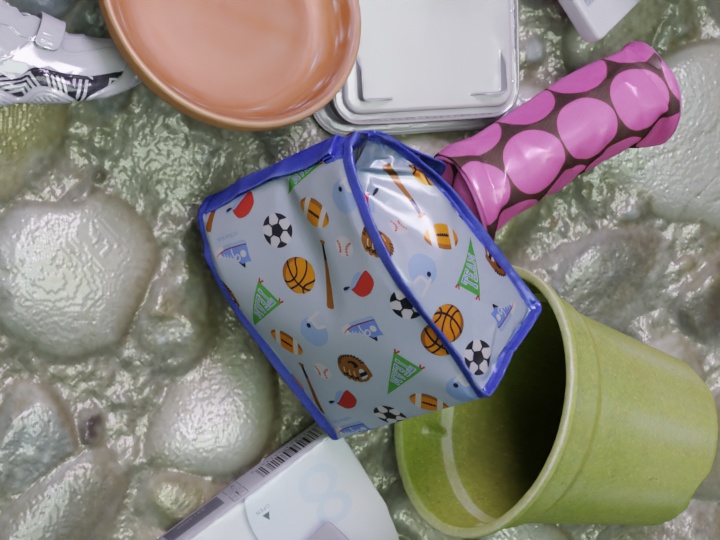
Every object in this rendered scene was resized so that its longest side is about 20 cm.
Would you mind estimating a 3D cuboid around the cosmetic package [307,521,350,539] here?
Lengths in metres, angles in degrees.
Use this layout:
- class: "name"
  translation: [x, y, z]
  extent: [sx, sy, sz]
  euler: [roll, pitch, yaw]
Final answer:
- class: "cosmetic package"
  translation: [-0.050, 0.294, 1.630]
  extent: [0.200, 0.071, 0.101]
  euler: [-47, 125, -6]

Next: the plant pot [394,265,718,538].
- class: "plant pot"
  translation: [0.158, 0.112, 1.674]
  extent: [0.184, 0.200, 0.201]
  euler: [14, 91, -34]

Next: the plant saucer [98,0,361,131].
- class: "plant saucer"
  translation: [-0.095, -0.187, 1.564]
  extent: [0.200, 0.037, 0.201]
  euler: [12, 65, -27]

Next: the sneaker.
- class: "sneaker"
  translation: [-0.239, -0.171, 1.526]
  extent: [0.199, 0.075, 0.115]
  euler: [-6, 101, -18]

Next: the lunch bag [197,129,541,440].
- class: "lunch bag"
  translation: [0.000, 0.000, 1.582]
  extent: [0.200, 0.170, 0.124]
  euler: [50, 46, -18]

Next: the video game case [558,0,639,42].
- class: "video game case"
  translation: [0.177, -0.304, 1.683]
  extent: [0.182, 0.023, 0.200]
  euler: [-44, 110, -26]

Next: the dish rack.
- class: "dish rack"
  translation: [0.045, -0.200, 1.655]
  extent: [0.171, 0.044, 0.201]
  euler: [-5, 97, -20]

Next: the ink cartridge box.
- class: "ink cartridge box"
  translation: [-0.037, 0.238, 1.673]
  extent: [0.160, 0.047, 0.200]
  euler: [-36, 107, -14]

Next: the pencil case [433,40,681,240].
- class: "pencil case"
  translation: [0.147, -0.091, 1.686]
  extent: [0.200, 0.091, 0.094]
  euler: [-29, 137, -17]
